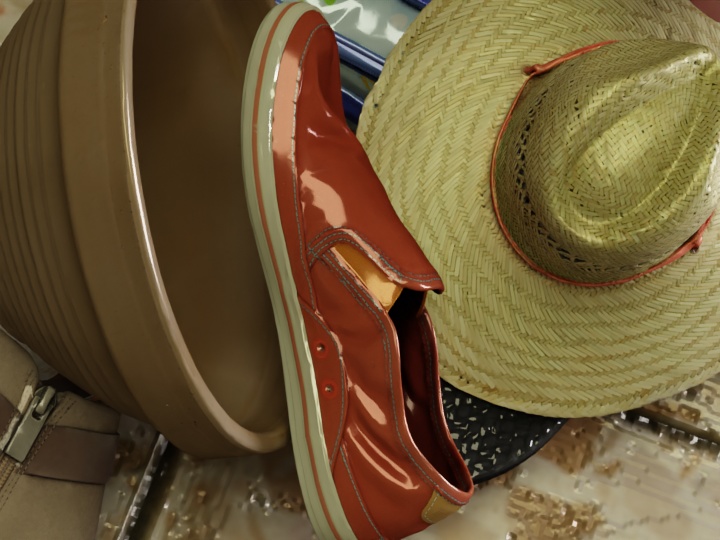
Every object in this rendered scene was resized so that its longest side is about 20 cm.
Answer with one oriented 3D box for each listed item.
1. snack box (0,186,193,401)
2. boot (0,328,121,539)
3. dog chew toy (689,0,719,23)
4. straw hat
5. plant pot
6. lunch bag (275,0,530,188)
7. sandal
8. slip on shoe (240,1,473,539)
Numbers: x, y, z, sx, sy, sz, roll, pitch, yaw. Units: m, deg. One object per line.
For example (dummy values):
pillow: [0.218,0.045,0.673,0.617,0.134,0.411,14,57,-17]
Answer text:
snack box: [-0.163,0.035,0.847,0.199,0.024,0.072,-21,84,-16]
boot: [-0.189,0.068,0.788,0.199,0.070,0.147,33,82,-24]
dog chew toy: [0.126,-0.173,0.821,0.199,0.125,0.124,36,67,25]
straw hat: [0.098,-0.042,0.816,0.199,0.085,0.203,1,82,-10]
plant pot: [-0.085,-0.029,0.789,0.092,0.201,0.203,-8,66,15]
lunch bag: [0.033,-0.129,0.921,0.199,0.083,0.161,31,70,8]
sandal: [0.067,0.034,0.879,0.199,0.045,0.075,-27,77,-29]
slip on shoe: [0.000,0.000,0.792,0.061,0.074,0.202,-12,86,18]
